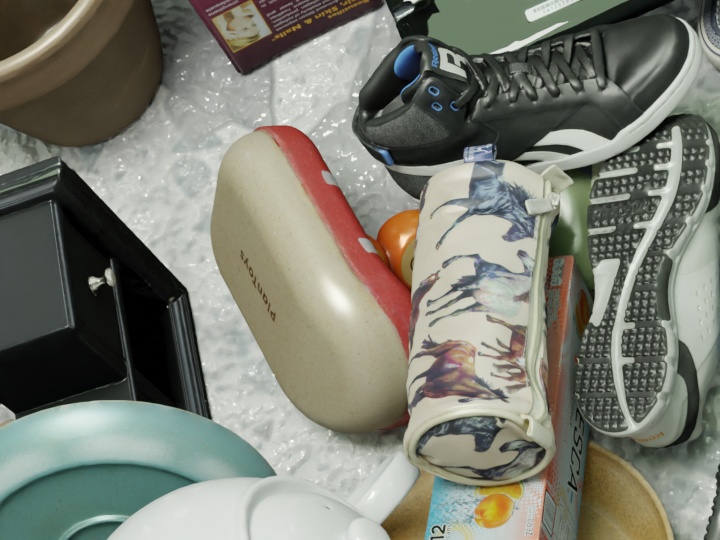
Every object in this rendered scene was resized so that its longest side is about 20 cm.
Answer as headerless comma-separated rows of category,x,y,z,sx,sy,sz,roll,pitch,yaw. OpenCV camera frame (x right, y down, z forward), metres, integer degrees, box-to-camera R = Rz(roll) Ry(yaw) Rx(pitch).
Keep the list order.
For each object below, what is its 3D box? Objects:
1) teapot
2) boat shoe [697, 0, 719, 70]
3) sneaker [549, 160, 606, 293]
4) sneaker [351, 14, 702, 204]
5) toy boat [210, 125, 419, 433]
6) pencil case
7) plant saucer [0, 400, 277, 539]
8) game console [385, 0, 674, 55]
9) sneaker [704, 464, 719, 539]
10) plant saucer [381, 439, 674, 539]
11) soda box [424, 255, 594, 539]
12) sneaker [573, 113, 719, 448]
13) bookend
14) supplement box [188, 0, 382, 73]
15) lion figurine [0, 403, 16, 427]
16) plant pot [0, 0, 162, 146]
teapot,-0.037,0.174,1.032,0.146,0.197,0.200,-45,46,23
boat shoe,0.259,-0.223,1.242,0.075,0.093,0.200,20,74,25
sneaker,0.112,-0.076,1.238,0.090,0.067,0.200,-8,68,9
sneaker,0.087,-0.105,1.159,0.200,0.112,0.073,-27,51,23
toy boat,0.000,0.000,1.229,0.131,0.131,0.200,-17,58,-22
pencil case,0.069,0.026,1.102,0.089,0.078,0.200,-32,36,34
plant saucer,-0.139,0.153,1.147,0.200,0.200,0.027,-18,39,10
game console,0.115,-0.201,1.281,0.200,0.116,0.176,-24,69,8
sneaker,0.230,0.123,1.096,0.080,0.074,0.200,13,89,9
plant saucer,0.082,0.182,1.131,0.200,0.035,0.200,-14,47,15
soda box,0.088,0.088,1.139,0.068,0.064,0.200,-6,47,22
sneaker,0.172,0.007,1.159,0.074,0.080,0.200,0,69,38
bookend,-0.163,0.071,1.191,0.092,0.200,0.199,-18,62,10
supplement box,-0.075,-0.227,1.294,0.110,0.200,0.086,-26,60,5
lion figurine,-0.269,0.072,1.253,0.122,0.072,0.200,-21,40,12
plant pot,-0.215,-0.168,1.329,0.200,0.175,0.200,-7,65,15
